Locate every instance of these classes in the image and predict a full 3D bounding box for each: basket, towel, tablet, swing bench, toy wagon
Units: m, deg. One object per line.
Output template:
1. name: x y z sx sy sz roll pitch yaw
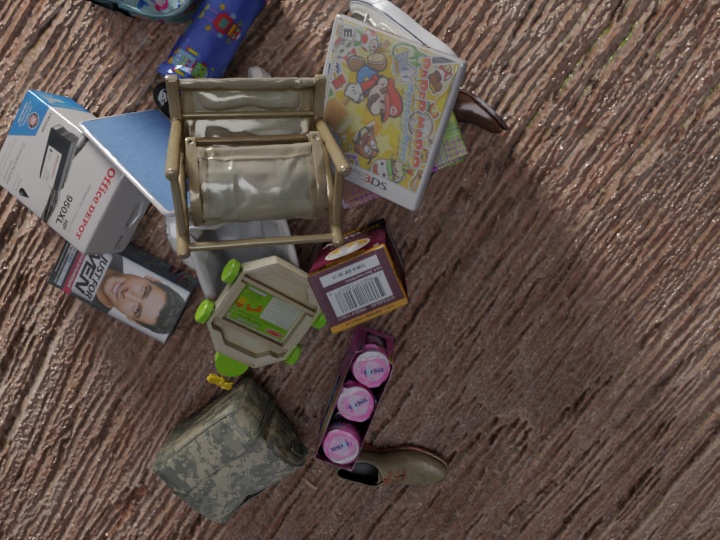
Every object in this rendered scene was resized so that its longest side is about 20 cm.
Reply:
1. basket: -0.160 -0.016 0.883 0.135 0.124 0.201 -15 119 -6
2. towel: 0.036 -0.184 0.859 0.199 0.023 0.144 -21 91 16
3. tablet: -0.267 -0.150 0.826 0.200 0.130 0.014 43 131 17
4. swing bench: -0.128 -0.134 0.746 0.198 0.201 0.130 -4 138 -12
5. toy wagon: -0.146 0.075 0.841 0.155 0.040 0.200 30 107 -26

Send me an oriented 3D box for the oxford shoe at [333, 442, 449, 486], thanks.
1. oxford shoe: 0.051 0.338 1.027 0.199 0.075 0.071 4 105 0

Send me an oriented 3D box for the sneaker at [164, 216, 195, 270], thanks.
1. sneaker: -0.248 -0.098 0.918 0.086 0.075 0.201 -6 106 -2

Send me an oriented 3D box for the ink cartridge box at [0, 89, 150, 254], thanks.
1. ink cartridge box: -0.402 -0.137 0.872 0.200 0.084 0.145 36 105 12

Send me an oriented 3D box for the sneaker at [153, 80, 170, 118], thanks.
1. sneaker: -0.213 -0.206 0.868 0.199 0.104 0.060 31 105 -7

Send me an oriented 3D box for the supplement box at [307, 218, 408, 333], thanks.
1. supplement box: 0.000 0.000 0.869 0.110 0.200 0.086 -22 103 7

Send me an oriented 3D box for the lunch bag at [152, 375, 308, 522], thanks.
1. lunch bag: -0.205 0.297 0.990 0.200 0.139 0.168 -37 101 11

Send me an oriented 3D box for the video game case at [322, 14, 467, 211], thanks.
1. video game case: 0.024 -0.202 0.800 0.181 0.023 0.201 27 121 17

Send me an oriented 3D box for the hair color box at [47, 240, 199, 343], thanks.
1. hair color box: -0.366 0.018 0.958 0.199 0.061 0.099 29 104 -7

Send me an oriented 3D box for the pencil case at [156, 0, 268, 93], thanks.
1. pencil case: -0.192 -0.324 0.826 0.078 0.087 0.201 33 86 -31

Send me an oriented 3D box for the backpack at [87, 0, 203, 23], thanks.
1. backpack: -0.290 -0.421 0.795 0.199 0.151 0.179 17 104 -8

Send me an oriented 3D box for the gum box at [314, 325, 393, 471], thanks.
1. gum box: -0.006 0.192 0.968 0.066 0.114 0.201 19 105 -4

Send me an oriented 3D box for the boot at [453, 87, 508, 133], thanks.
1. boot: 0.085 -0.178 0.888 0.186 0.064 0.201 34 101 6

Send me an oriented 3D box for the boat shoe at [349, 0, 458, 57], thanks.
1. boat shoe: 0.039 -0.289 0.818 0.086 0.075 0.202 -46 70 1

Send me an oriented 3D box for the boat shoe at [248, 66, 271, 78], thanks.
1. boat shoe: -0.108 -0.197 0.891 0.068 0.072 0.201 -20 98 -15
